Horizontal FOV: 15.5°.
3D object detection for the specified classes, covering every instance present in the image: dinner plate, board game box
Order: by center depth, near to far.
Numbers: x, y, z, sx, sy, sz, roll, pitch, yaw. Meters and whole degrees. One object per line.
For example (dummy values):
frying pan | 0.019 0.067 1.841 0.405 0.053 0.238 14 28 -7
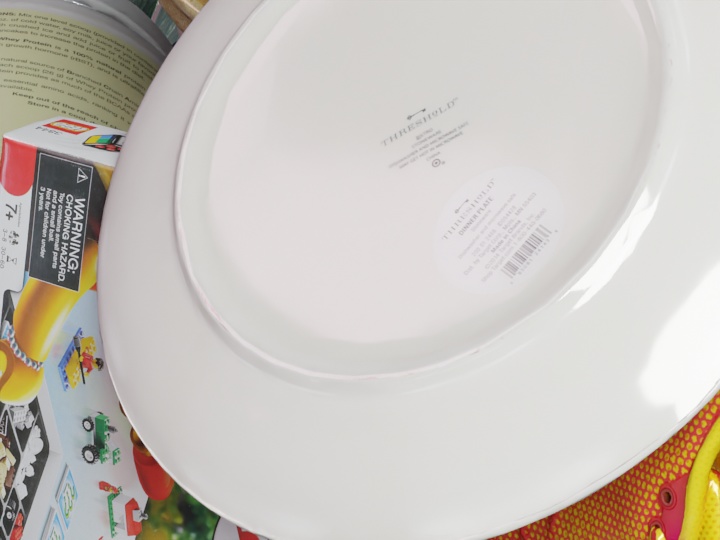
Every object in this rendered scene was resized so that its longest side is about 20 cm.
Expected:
dinner plate | 0.017 -0.029 0.633 0.199 0.024 0.201 -14 58 23
board game box | -0.048 0.070 0.726 0.035 0.125 0.201 -25 -54 -61

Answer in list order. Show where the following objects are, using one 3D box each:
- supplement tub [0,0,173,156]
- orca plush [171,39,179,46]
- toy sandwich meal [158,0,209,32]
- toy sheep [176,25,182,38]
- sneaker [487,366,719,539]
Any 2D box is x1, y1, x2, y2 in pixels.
supplement tub | -0.123 -0.008 0.927 0.145 0.144 0.200 -50 20 26
orca plush | -0.046 -0.034 1.148 0.105 0.071 0.201 24 95 28
toy sandwich meal | 0.020 -0.097 0.801 0.206 0.204 0.071 -89 24 -58
toy sheep | -0.005 -0.095 0.979 0.201 0.137 0.139 82 -157 -55
sneaker | 0.070 0.053 0.638 0.200 0.073 0.078 -44 33 47
